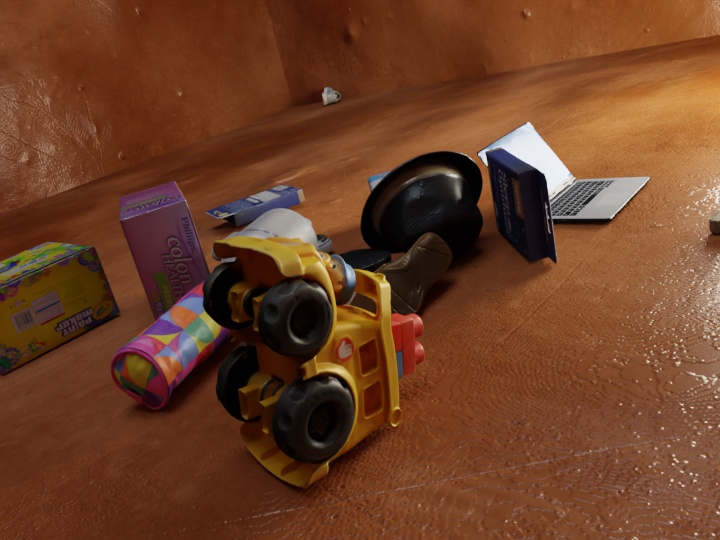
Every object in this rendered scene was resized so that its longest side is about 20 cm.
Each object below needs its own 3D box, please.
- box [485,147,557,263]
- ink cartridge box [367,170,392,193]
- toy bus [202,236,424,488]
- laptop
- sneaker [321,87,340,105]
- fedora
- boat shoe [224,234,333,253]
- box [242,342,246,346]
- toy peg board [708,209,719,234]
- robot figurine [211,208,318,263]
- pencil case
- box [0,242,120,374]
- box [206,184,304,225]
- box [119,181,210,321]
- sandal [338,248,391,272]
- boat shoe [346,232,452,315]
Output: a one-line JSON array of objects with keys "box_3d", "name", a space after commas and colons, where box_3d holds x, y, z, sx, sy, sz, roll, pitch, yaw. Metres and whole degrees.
[{"box_3d": [0.217, -0.092, 0.915, 0.032, 0.123, 0.200, -13, 20, -1], "name": "box"}, {"box_3d": [0.097, -0.118, 1.126, 0.142, 0.086, 0.200, -15, 19, 1], "name": "ink cartridge box"}, {"box_3d": [-0.026, 0.057, 0.595, 0.190, 0.204, 0.135, -18, 19, -33], "name": "toy bus"}, {"box_3d": [0.320, -0.161, 1.038, 0.198, 0.118, 0.187, 4, 27, 41], "name": "laptop"}, {"box_3d": [-0.145, -0.901, 3.433, 0.090, 0.077, 0.201, -4, 29, 6], "name": "sneaker"}, {"box_3d": [0.102, -0.072, 0.940, 0.198, 0.202, 0.092, -20, 50, -15], "name": "fedora"}, {"box_3d": [-0.145, -0.046, 1.129, 0.197, 0.067, 0.070, -7, 21, 21], "name": "boat shoe"}, {"box_3d": [-0.076, 0.080, 0.785, 0.117, 0.042, 0.201, -13, 22, 5], "name": "box"}, {"box_3d": [0.553, -0.120, 0.789, 0.199, 0.099, 0.198, -29, 24, -35], "name": "toy peg board"}, {"box_3d": [-0.133, -0.020, 0.981, 0.167, 0.115, 0.200, 9, 26, 13], "name": "robot figurine"}, {"box_3d": [-0.215, 0.085, 0.813, 0.087, 0.090, 0.200, -5, 20, 23], "name": "pencil case"}, {"box_3d": [-0.536, 0.049, 1.070, 0.191, 0.124, 0.199, 6, 29, 44], "name": "box"}, {"box_3d": [-0.237, -0.143, 1.482, 0.198, 0.033, 0.121, -21, 20, -22], "name": "box"}, {"box_3d": [-0.296, -0.027, 1.022, 0.095, 0.179, 0.200, -19, 21, -15], "name": "box"}, {"box_3d": [0.001, 0.000, 0.951, 0.074, 0.049, 0.200, -18, 7, -10], "name": "sandal"}, {"box_3d": [0.039, 0.026, 0.833, 0.200, 0.072, 0.072, -44, 4, -40], "name": "boat shoe"}]
